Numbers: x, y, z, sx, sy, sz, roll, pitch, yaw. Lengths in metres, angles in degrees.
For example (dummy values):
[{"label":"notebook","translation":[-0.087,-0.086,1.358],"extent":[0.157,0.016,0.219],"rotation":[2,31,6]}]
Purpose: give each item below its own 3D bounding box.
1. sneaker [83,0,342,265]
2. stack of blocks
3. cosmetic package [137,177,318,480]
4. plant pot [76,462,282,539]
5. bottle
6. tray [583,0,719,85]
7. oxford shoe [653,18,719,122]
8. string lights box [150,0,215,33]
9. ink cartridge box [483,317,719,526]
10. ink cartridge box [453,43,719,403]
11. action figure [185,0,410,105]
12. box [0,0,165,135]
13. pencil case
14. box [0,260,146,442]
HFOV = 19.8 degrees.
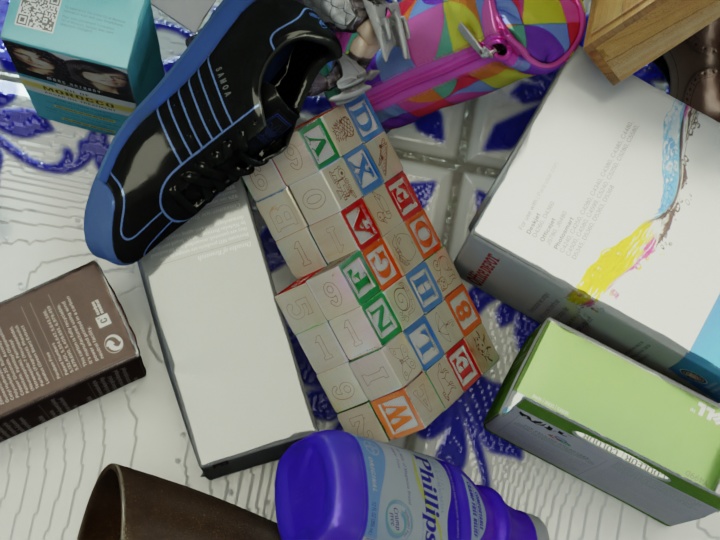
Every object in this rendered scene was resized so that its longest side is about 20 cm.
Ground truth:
[{"label":"sneaker","translation":[-0.090,-0.081,1.265],"extent":[0.078,0.070,0.200],"rotation":[30,86,34]},{"label":"stack of blocks","translation":[0.000,0.000,1.328],"extent":[0.058,0.115,0.201],"rotation":[-23,97,36]},{"label":"cosmetic package","translation":[-0.092,0.029,1.349],"extent":[0.090,0.107,0.201],"rotation":[-19,83,-5]},{"label":"plant pot","translation":[-0.076,0.229,1.292],"extent":[0.199,0.187,0.188],"rotation":[11,79,-15]},{"label":"bottle","translation":[0.037,0.159,1.304],"extent":[0.199,0.065,0.084],"rotation":[20,52,-39]},{"label":"tray","translation":[0.198,-0.201,1.327],"extent":[0.098,0.200,0.037],"rotation":[-33,110,26]},{"label":"oxford shoe","translation":[0.228,-0.181,1.422],"extent":[0.072,0.071,0.201],"rotation":[-5,74,10]},{"label":"string lights box","translation":[-0.115,-0.235,1.334],"extent":[0.059,0.200,0.103],"rotation":[33,101,-24]},{"label":"ink cartridge box","translation":[0.167,0.093,1.302],"extent":[0.147,0.200,0.076],"rotation":[27,80,2]},{"label":"ink cartridge box","translation":[0.182,-0.024,1.351],"extent":[0.199,0.147,0.146],"rotation":[29,81,2]},{"label":"action figure","translation":[-0.040,-0.160,1.337],"extent":[0.069,0.200,0.131],"rotation":[-2,72,-39]},{"label":"box","translation":[-0.174,-0.135,1.324],"extent":[0.082,0.200,0.049],"rotation":[14,80,1]},{"label":"pencil case","translation":[0.054,-0.145,1.338],"extent":[0.088,0.200,0.089],"rotation":[10,73,-35]},{"label":"box","translation":[-0.243,0.072,1.337],"extent":[0.199,0.100,0.075],"rotation":[-26,82,-8]}]
